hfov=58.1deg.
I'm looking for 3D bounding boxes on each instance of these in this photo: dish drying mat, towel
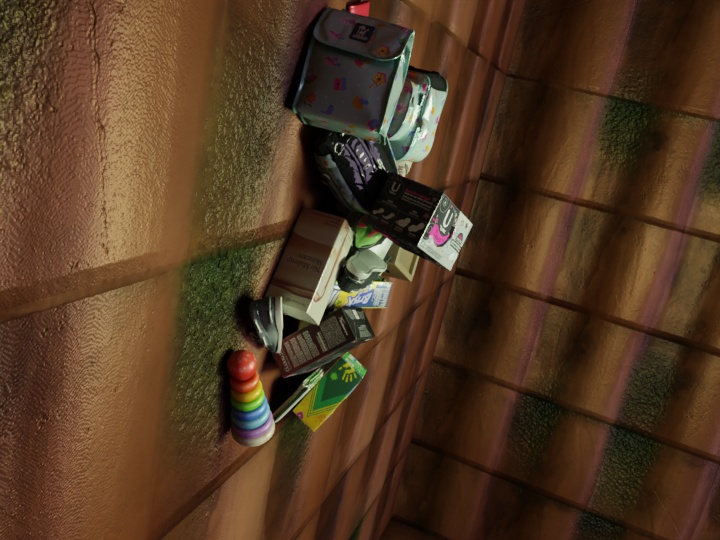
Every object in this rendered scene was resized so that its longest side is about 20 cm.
[{"bbox_3d":[-0.014,-0.423,1.283,0.077,0.018,0.202,-49,152,-52],"label":"dish drying mat"},{"bbox_3d":[0.024,-0.099,1.450,0.172,0.048,0.200,-58,147,-2],"label":"towel"},{"bbox_3d":[-0.125,0.266,1.493,0.153,0.023,0.200,-48,176,26],"label":"towel"}]

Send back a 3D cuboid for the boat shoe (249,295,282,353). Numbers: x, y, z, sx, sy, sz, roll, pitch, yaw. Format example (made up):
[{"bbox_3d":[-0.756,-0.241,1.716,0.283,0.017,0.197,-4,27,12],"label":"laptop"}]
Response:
[{"bbox_3d":[-0.177,0.102,1.215,0.201,0.061,0.074,107,-21,-63],"label":"boat shoe"}]

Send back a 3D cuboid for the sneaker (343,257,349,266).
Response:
[{"bbox_3d":[0.023,-0.078,1.589,0.082,0.075,0.201,-32,-161,46],"label":"sneaker"}]

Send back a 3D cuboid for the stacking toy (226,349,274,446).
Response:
[{"bbox_3d":[-0.208,0.229,1.204,0.086,0.084,0.202,-52,149,-49],"label":"stacking toy"}]

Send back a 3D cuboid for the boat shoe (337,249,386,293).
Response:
[{"bbox_3d":[0.000,0.000,1.370,0.061,0.075,0.200,-53,168,18],"label":"boat shoe"}]

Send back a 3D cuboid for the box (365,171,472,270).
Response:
[{"bbox_3d":[0.124,-0.095,1.293,0.116,0.131,0.200,-64,151,0],"label":"box"}]

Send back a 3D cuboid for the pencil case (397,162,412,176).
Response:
[{"bbox_3d":[0.091,-0.292,1.636,0.078,0.088,0.202,68,40,-57],"label":"pencil case"}]

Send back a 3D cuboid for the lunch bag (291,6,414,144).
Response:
[{"bbox_3d":[-0.008,-0.340,1.114,0.122,0.168,0.203,12,95,-81],"label":"lunch bag"}]

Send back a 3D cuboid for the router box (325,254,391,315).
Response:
[{"bbox_3d":[-0.008,0.046,1.627,0.200,0.051,0.150,-46,168,-55],"label":"router box"}]

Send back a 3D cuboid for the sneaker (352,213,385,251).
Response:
[{"bbox_3d":[0.044,-0.107,1.385,0.199,0.077,0.084,-37,171,-39],"label":"sneaker"}]

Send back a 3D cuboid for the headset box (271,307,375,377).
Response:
[{"bbox_3d":[-0.085,0.154,1.369,0.198,0.078,0.149,-30,168,13],"label":"headset box"}]

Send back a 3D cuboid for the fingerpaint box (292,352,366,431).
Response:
[{"bbox_3d":[-0.067,0.283,1.541,0.167,0.073,0.200,-47,175,-1],"label":"fingerpaint box"}]

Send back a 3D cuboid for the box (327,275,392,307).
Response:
[{"bbox_3d":[-0.032,0.042,1.424,0.198,0.070,0.065,3,107,-37],"label":"box"}]

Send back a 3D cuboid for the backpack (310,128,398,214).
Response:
[{"bbox_3d":[-0.004,-0.208,1.276,0.163,0.153,0.201,-48,113,-25],"label":"backpack"}]

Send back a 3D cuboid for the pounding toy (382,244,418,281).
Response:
[{"bbox_3d":[0.082,-0.059,1.797,0.200,0.141,0.186,41,65,-62],"label":"pounding toy"}]

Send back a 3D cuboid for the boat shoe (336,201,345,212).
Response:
[{"bbox_3d":[0.003,-0.206,1.505,0.074,0.062,0.202,75,28,-48],"label":"boat shoe"}]

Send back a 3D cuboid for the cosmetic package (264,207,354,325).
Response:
[{"bbox_3d":[-0.098,-0.009,1.274,0.087,0.102,0.202,58,49,-66],"label":"cosmetic package"}]

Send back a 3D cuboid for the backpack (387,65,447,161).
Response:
[{"bbox_3d":[0.080,-0.336,1.408,0.153,0.175,0.203,-20,127,-48],"label":"backpack"}]
